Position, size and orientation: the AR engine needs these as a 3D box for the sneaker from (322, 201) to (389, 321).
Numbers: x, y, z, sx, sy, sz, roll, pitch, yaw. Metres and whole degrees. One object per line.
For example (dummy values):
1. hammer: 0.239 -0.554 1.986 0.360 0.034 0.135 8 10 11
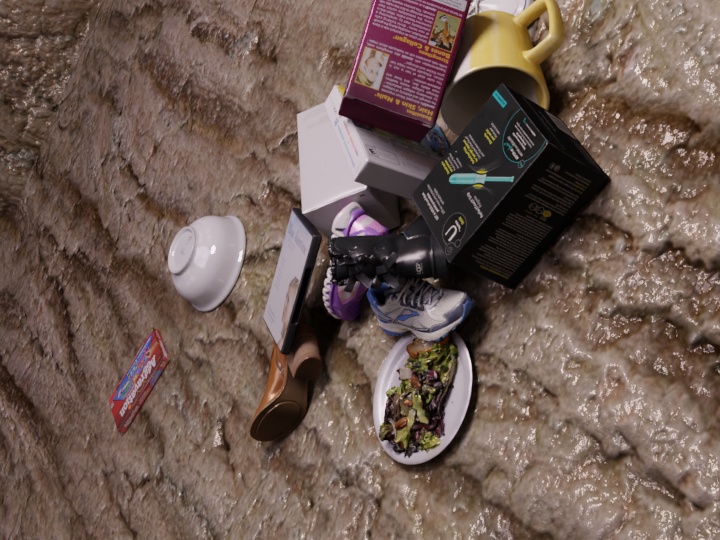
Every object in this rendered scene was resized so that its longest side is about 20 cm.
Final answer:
1. sneaker: 0.000 0.000 1.493 0.088 0.080 0.202 24 128 22

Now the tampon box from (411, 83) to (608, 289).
1. tampon box: 0.192 -0.108 1.293 0.201 0.125 0.151 -51 39 24

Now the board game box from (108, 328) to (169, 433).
1. board game box: -0.465 0.231 2.058 0.201 0.019 0.103 -56 39 16

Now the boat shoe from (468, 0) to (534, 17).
1. boat shoe: 0.178 -0.393 1.503 0.199 0.065 0.074 5 76 53

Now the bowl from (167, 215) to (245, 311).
1. bowl: -0.318 -0.026 1.938 0.200 0.090 0.204 -26 54 43

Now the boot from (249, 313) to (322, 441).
1. boot: -0.134 0.167 1.623 0.202 0.076 0.156 -64 28 24

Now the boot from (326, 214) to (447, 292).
1. boot: 0.039 -0.030 1.374 0.199 0.160 0.074 -80 -14 -70

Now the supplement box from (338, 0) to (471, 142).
1. supplement box: 0.061 -0.297 1.344 0.103 0.129 0.202 145 144 -81

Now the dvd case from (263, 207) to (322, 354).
1. dvd case: -0.111 0.015 1.570 0.143 0.017 0.202 -130 53 -63

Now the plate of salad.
1. plate of salad: 0.077 0.167 1.370 0.199 0.048 0.202 -26 54 42

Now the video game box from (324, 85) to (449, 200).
1. video game box: 0.056 -0.176 1.439 0.047 0.198 0.183 -51 39 32

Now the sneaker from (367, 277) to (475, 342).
1. sneaker: 0.075 0.046 1.374 0.199 0.086 0.077 -7 36 53

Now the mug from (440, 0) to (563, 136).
1. mug: 0.203 -0.288 1.380 0.184 0.150 0.155 -11 51 18

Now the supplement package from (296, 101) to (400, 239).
1. supplement package: -0.021 -0.162 1.573 0.119 0.121 0.202 -19 55 21
